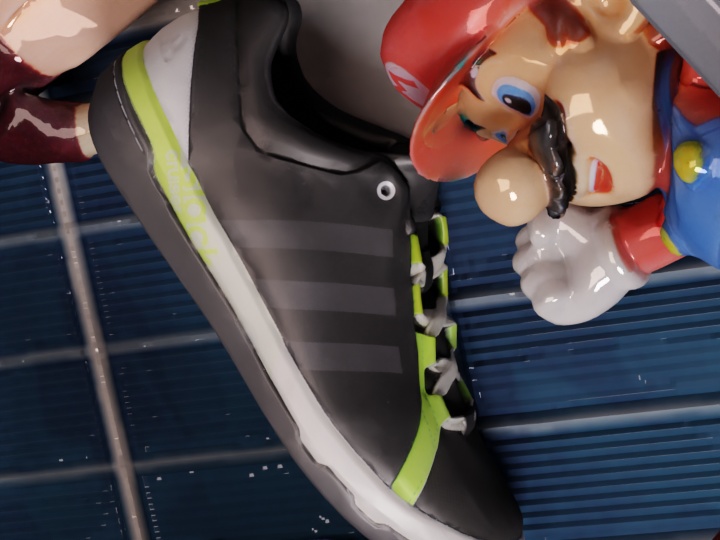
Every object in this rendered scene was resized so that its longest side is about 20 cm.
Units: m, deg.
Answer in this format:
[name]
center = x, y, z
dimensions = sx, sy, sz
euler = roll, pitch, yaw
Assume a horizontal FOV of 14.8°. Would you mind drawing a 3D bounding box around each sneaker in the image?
[sneaker]
center = 0.000, 0.000, 0.819
dimensions = 0.083, 0.072, 0.200
euler = -35, 94, 14

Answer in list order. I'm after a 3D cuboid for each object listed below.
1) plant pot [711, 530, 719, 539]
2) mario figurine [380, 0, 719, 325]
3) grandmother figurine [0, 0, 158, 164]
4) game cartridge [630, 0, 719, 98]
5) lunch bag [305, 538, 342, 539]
[plant pot]
center = 0.178, 0.072, 0.531
dimensions = 0.200, 0.176, 0.200
euler = -45, 68, 36
[mario figurine]
center = 0.088, -0.017, 0.746
dimensions = 0.200, 0.106, 0.123
euler = 28, 115, 20
[grandmother figurine]
center = -0.113, -0.083, 0.878
dimensions = 0.200, 0.061, 0.121
euler = -43, 70, 29
[game cartridge]
center = 0.167, -0.099, 0.652
dimensions = 0.200, 0.042, 0.133
euler = -44, 98, 1
[lunch bag]
center = -0.050, 0.185, 0.822
dimensions = 0.127, 0.200, 0.170
euler = -6, 100, 32
